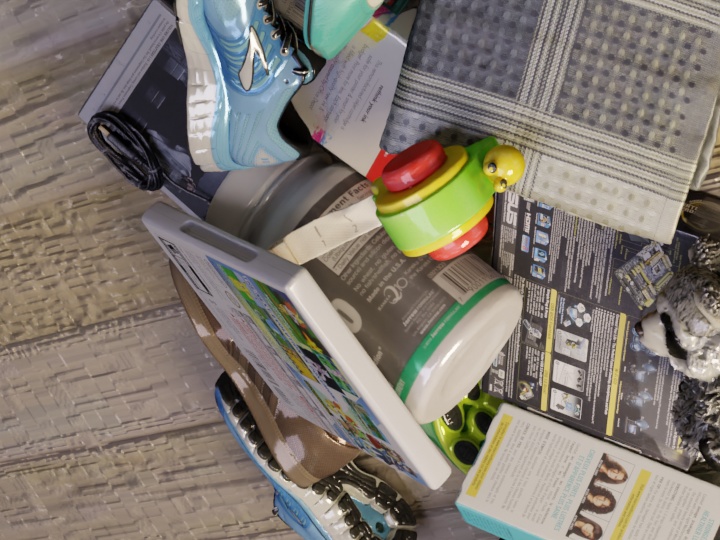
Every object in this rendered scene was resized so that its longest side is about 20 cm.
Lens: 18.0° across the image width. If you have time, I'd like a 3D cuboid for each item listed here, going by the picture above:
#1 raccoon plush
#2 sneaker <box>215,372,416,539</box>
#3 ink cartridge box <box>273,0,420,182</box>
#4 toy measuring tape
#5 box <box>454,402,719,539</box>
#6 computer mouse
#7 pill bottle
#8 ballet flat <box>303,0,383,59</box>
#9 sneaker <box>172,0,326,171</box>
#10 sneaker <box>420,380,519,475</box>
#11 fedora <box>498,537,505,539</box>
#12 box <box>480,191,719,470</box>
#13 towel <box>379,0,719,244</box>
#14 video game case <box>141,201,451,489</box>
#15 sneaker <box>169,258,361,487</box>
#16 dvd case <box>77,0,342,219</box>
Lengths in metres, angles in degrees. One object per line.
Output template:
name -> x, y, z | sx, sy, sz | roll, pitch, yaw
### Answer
raccoon plush -> 0.270, 0.043, 1.419 | 0.199, 0.097, 0.134 | -9, 122, -13
sneaker -> -0.050, 0.160, 1.744 | 0.200, 0.078, 0.090 | 52, 140, -10
ink cartridge box -> 0.008, -0.135, 1.480 | 0.200, 0.067, 0.116 | 36, 135, 5
toy measuring tape -> 0.014, -0.029, 1.395 | 0.200, 0.074, 0.074 | -23, 109, 31
box -> 0.172, 0.167, 1.559 | 0.199, 0.082, 0.049 | 21, 164, 20
computer mouse -> -0.118, -0.045, 1.630 | 0.200, 0.034, 0.059 | 35, 138, 6
pill bottle -> 0.000, 0.000, 1.516 | 0.200, 0.113, 0.113 | 39, 138, 17
ballet flat -> 0.013, -0.221, 1.370 | 0.070, 0.067, 0.201 | 13, 103, 18
sneaker -> -0.064, -0.152, 1.432 | 0.090, 0.079, 0.201 | 5, 129, 11
sneaker -> 0.042, 0.068, 1.634 | 0.200, 0.074, 0.084 | 49, 165, -16
fedora -> 0.158, 0.229, 1.636 | 0.200, 0.200, 0.092 | -2, 89, 35
box -> 0.164, 0.024, 1.515 | 0.161, 0.049, 0.201 | 21, 133, 22
towel -> 0.128, -0.130, 1.378 | 0.199, 0.035, 0.193 | 20, 108, 12
video game case -> -0.043, 0.048, 1.496 | 0.182, 0.022, 0.200 | 24, 155, 52
sneaker -> -0.062, 0.056, 1.656 | 0.075, 0.070, 0.200 | -30, 94, 9
dvd case -> -0.096, -0.090, 1.620 | 0.200, 0.025, 0.150 | 42, 137, 0
